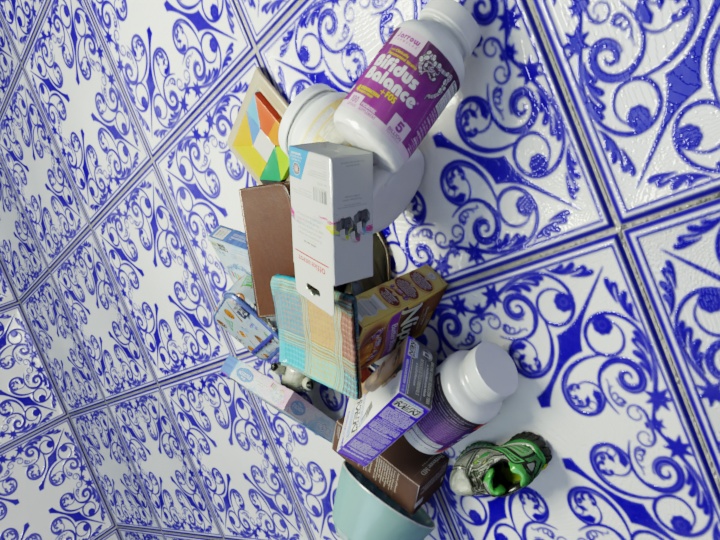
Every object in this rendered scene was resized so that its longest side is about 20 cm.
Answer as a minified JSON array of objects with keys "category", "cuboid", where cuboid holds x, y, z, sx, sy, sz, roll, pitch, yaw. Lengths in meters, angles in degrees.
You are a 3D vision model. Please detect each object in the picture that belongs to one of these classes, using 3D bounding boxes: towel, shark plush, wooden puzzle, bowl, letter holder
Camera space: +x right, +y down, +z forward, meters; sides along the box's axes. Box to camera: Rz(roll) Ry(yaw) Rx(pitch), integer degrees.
[{"category":"towel","cuboid":[-0.068,0.091,0.886,0.197,0.021,0.152,14,112,50]},{"category":"shark plush","cuboid":[-0.111,0.202,1.214,0.088,0.085,0.202,20,153,14]},{"category":"wooden puzzle","cuboid":[-0.170,-0.231,1.116,0.202,0.037,0.186,53,136,14]},{"category":"bowl","cuboid":[0.027,0.444,1.091,0.198,0.200,0.107,28,84,32]},{"category":"letter holder","cuboid":[-0.106,-0.041,0.994,0.137,0.101,0.207,-6,99,7]}]

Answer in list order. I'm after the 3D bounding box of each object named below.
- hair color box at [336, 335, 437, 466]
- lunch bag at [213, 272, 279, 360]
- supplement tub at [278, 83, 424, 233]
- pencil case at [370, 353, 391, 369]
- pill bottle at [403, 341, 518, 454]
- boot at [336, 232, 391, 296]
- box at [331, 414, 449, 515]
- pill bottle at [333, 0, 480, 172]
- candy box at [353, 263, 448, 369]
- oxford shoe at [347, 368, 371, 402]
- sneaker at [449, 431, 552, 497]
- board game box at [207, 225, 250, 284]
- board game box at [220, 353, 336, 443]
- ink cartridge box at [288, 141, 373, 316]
[{"category":"hair color box","cuboid":[0.040,0.208,0.955,0.064,0.111,0.201,29,130,-12]},{"category":"lunch bag","cuboid":[-0.197,0.097,1.168,0.160,0.076,0.199,43,152,-6]},{"category":"supplement tub","cuboid":[-0.016,-0.170,0.912,0.199,0.144,0.148,42,133,22]},{"category":"pencil case","cuboid":[-0.001,0.120,1.075,0.196,0.077,0.092,24,110,35]},{"category":"pill bottle","cuboid":[0.149,0.194,0.936,0.113,0.110,0.201,52,136,12]},{"category":"boot","cuboid":[0.000,0.000,1.006,0.074,0.096,0.206,-18,95,46]},{"category":"box","cuboid":[0.051,0.330,1.099,0.197,0.099,0.077,31,124,30]},{"category":"pill bottle","cuboid":[0.063,-0.237,0.769,0.111,0.112,0.202,35,87,26]},{"category":"candy box","cuboid":[0.039,0.075,0.927,0.056,0.197,0.119,42,133,24]},{"category":"oxford shoe","cuboid":[-0.014,0.210,1.122,0.198,0.070,0.075,37,112,27]},{"category":"sneaker","cuboid":[0.202,0.314,0.957,0.079,0.084,0.200,55,137,9]},{"category":"board game box","cuboid":[-0.185,0.020,1.185,0.196,0.043,0.203,19,142,37]},{"category":"board game box","cuboid":[-0.161,0.262,1.240,0.195,0.044,0.201,19,159,38]},{"category":"ink cartridge box","cuboid":[-0.039,-0.058,0.810,0.114,0.066,0.207,28,123,52]}]
